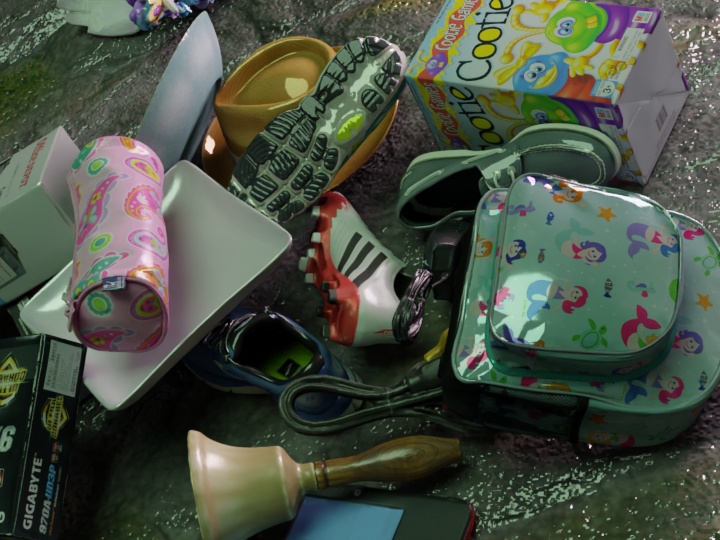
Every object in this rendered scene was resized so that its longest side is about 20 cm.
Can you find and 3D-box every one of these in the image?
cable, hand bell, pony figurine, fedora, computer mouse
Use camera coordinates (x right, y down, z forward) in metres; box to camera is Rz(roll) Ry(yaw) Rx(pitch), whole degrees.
[{"bbox_3d":[0.040,0.098,1.324,0.198,0.050,0.098,-21,80,4],"label":"cable"},{"bbox_3d":[-0.022,0.152,1.291,0.198,0.105,0.105,-11,48,0],"label":"hand bell"},{"bbox_3d":[-0.213,-0.324,1.758,0.192,0.168,0.200,19,49,29],"label":"pony figurine"},{"bbox_3d":[-0.066,-0.151,1.568,0.199,0.082,0.202,-15,48,17],"label":"fedora"},{"bbox_3d":[0.051,0.008,1.345,0.034,0.059,0.200,10,21,15],"label":"computer mouse"}]

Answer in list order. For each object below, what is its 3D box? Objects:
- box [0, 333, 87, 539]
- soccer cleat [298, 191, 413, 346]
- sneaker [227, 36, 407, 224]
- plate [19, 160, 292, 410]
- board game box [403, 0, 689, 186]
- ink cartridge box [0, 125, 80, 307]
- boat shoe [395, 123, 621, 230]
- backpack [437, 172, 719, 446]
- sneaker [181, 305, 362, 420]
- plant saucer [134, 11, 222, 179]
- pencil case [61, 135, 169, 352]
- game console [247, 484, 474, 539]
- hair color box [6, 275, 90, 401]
[{"bbox_3d":[-0.305,0.140,1.413,0.199,0.046,0.161,-8,70,47],"label":"box"},{"bbox_3d":[0.000,0.000,1.432,0.084,0.069,0.201,8,28,-14],"label":"soccer cleat"},{"bbox_3d":[-0.029,-0.109,1.474,0.200,0.080,0.078,-45,76,1],"label":"sneaker"},{"bbox_3d":[-0.168,0.014,1.430,0.200,0.032,0.200,-44,40,-10],"label":"plate"},{"bbox_3d":[0.155,-0.156,1.442,0.198,0.103,0.105,11,60,34],"label":"board game box"},{"bbox_3d":[-0.338,-0.028,1.573,0.199,0.086,0.148,-31,23,12],"label":"ink cartridge box"},{"bbox_3d":[0.116,-0.068,1.407,0.198,0.073,0.062,-7,32,33],"label":"boat shoe"},{"bbox_3d":[0.168,0.030,1.242,0.198,0.151,0.179,13,63,-1],"label":"backpack"},{"bbox_3d":[-0.086,0.058,1.408,0.199,0.089,0.079,20,64,37],"label":"sneaker"},{"bbox_3d":[-0.164,-0.133,1.562,0.038,0.201,0.202,23,62,0],"label":"plant saucer"},{"bbox_3d":[-0.197,-0.022,1.394,0.087,0.088,0.201,-21,40,11],"label":"pencil case"},{"bbox_3d":[-0.027,0.235,1.276,0.198,0.031,0.178,4,57,29],"label":"game console"},{"bbox_3d":[-0.203,0.017,1.522,0.199,0.061,0.099,-36,46,-4],"label":"hair color box"}]
